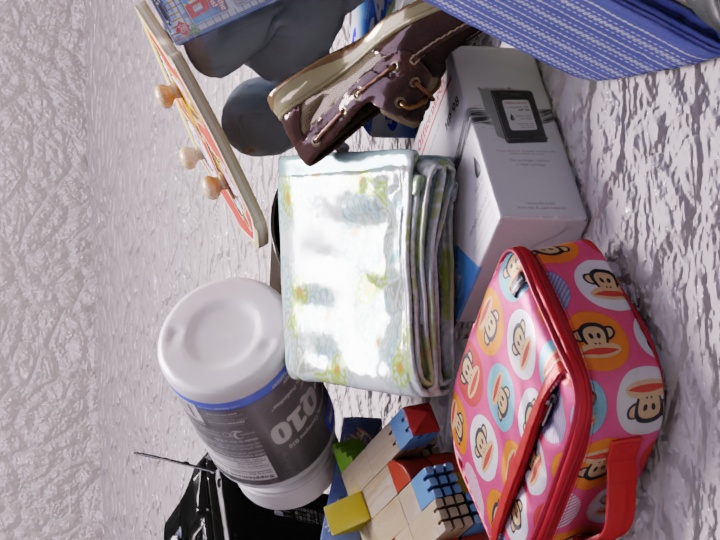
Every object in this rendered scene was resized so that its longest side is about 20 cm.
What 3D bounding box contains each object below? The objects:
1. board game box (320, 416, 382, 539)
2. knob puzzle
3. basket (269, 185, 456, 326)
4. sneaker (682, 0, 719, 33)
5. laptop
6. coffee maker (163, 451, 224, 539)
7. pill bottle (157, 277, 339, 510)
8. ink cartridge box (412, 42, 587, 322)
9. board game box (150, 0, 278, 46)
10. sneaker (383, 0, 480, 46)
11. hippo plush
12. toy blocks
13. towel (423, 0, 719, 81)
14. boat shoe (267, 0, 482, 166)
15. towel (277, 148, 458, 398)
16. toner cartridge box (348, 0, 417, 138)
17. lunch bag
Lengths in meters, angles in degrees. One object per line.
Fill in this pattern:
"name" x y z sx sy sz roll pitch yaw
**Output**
"board game box" -0.009 0.242 1.538 0.136 0.034 0.201 86 -169 -45
"knob puzzle" -0.126 -0.094 1.474 0.221 0.030 0.220 61 172 15
"basket" -0.011 0.014 1.531 0.181 0.136 0.200 50 161 6
"sneaker" 0.206 -0.205 0.923 0.201 0.074 0.085 93 159 -44
"laptop" -0.087 0.244 1.653 0.116 0.186 0.201 -37 51 34
"coffee maker" -0.138 0.271 2.024 0.200 0.134 0.193 123 166 -60
"pill bottle" -0.084 0.107 1.504 0.201 0.113 0.114 68 -174 -51
"ink cartridge box" 0.090 -0.076 1.302 0.116 0.066 0.201 110 154 -48
"board game box" -0.036 -0.267 1.416 0.199 0.200 0.062 -13 115 37
"sneaker" 0.082 -0.219 1.366 0.088 0.077 0.201 40 135 27
"hippo plush" -0.063 -0.187 1.555 0.160 0.198 0.162 -107 -1 -50
"toy blocks" 0.055 0.194 1.414 0.137 0.099 0.201 -51 53 52
"towel" 0.120 -0.156 1.088 0.024 0.144 0.200 -66 16 -6
"boat shoe" 0.028 -0.133 1.271 0.199 0.072 0.072 -26 84 26
"towel" 0.000 0.000 1.326 0.199 0.048 0.173 4 94 57
"toner cartridge box" 0.027 -0.222 1.547 0.095 0.043 0.202 -119 32 -59
"lunch bag" 0.128 0.100 1.175 0.201 0.081 0.177 103 155 -43
